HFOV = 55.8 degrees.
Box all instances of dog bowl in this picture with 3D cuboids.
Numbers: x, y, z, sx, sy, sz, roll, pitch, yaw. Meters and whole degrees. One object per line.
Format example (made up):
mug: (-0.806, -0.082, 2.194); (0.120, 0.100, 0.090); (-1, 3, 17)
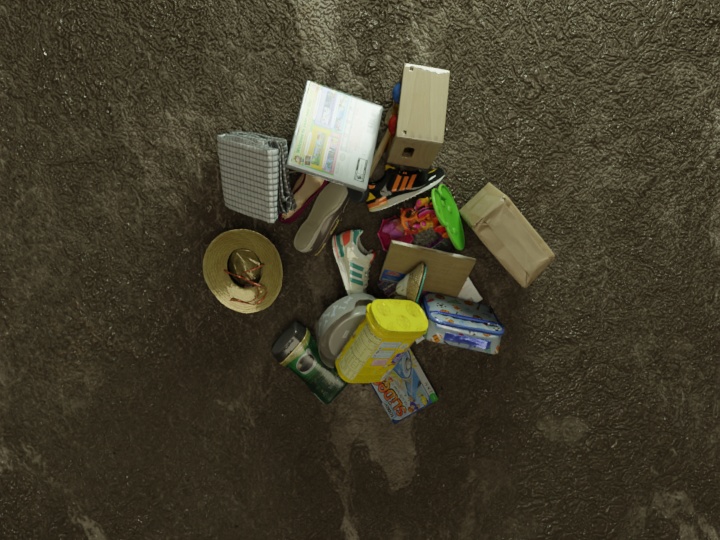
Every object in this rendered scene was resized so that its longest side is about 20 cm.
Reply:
dog bowl: (-0.017, 0.139, 1.595); (0.195, 0.059, 0.204); (-17, 134, -18)

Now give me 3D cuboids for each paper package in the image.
paper package: (0.324, -0.083, 1.523); (0.103, 0.201, 0.191); (-41, 103, 9)

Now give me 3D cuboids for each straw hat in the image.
straw hat: (-0.268, -0.012, 1.585); (0.194, 0.086, 0.207); (0, 111, -1)

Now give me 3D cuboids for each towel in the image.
towel: (-0.225, -0.211, 1.483); (0.084, 0.197, 0.171); (-20, 118, -42)

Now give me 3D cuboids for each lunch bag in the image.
lunch bag: (0.233, 0.123, 1.562); (0.193, 0.161, 0.078); (10, 109, -7)

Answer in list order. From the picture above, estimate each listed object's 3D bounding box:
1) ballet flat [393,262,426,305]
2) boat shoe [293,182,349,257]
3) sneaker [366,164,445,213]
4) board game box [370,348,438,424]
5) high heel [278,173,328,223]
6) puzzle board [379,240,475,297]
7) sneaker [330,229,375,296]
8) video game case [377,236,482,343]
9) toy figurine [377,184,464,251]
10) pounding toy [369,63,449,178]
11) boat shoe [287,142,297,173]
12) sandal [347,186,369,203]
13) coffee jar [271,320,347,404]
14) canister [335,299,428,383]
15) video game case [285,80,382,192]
ballet flat: (0.108, 0.062, 1.563); (0.063, 0.071, 0.204); (13, 128, 7)
boat shoe: (-0.077, -0.123, 1.572); (0.203, 0.071, 0.059); (-57, 142, 0)
sneaker: (0.095, -0.207, 1.550); (0.195, 0.070, 0.092); (-24, 99, 3)
board game box: (0.092, 0.266, 1.699); (0.133, 0.035, 0.203); (-30, 104, 6)
high heel: (-0.116, -0.190, 1.533); (0.066, 0.096, 0.202); (32, 102, -10)
puzzle board: (0.150, -0.004, 1.556); (0.194, 0.018, 0.152); (13, 145, -4)
sneaker: (0.000, -0.001, 1.603); (0.091, 0.071, 0.205); (-17, 103, 9)
video game case: (0.168, 0.048, 1.640); (0.198, 0.036, 0.183); (-34, 105, 8)
toy figurine: (0.119, -0.097, 1.532); (0.180, 0.199, 0.155); (-18, 74, 21)
pounding toy: (0.097, -0.308, 1.463); (0.137, 0.200, 0.190); (8, 79, -4)
boat shoe: (-0.135, -0.256, 1.504); (0.195, 0.066, 0.074); (9, 73, 14)
sandal: (-0.013, -0.253, 1.526); (0.042, 0.075, 0.207); (-9, 90, -38)
coffee jar: (-0.121, 0.222, 1.653); (0.104, 0.085, 0.200); (-44, 103, 5)
canister: (0.042, 0.163, 1.527); (0.145, 0.088, 0.202); (3, 136, -34)
video game case: (-0.053, -0.288, 1.455); (0.177, 0.022, 0.206); (16, 73, -12)
